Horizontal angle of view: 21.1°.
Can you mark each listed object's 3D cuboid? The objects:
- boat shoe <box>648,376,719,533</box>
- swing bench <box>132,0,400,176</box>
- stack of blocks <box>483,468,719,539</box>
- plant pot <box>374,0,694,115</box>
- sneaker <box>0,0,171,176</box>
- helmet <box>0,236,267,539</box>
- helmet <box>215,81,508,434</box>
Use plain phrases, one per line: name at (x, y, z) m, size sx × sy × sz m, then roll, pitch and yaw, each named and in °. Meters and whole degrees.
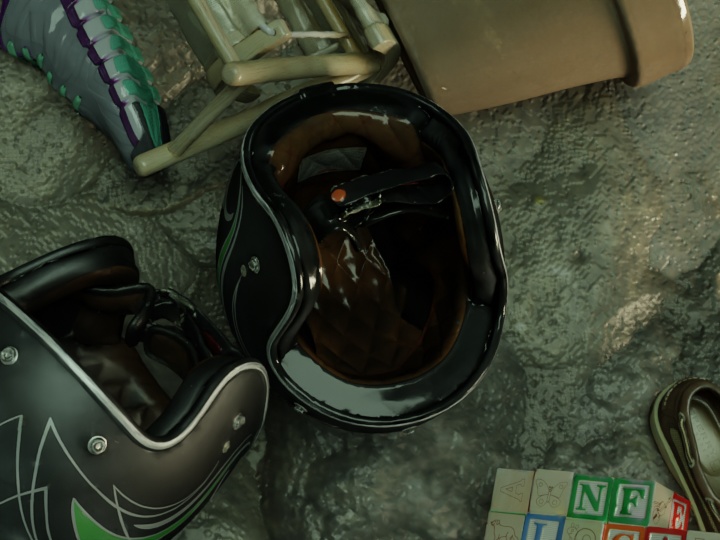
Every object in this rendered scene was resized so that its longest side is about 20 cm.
boat shoe at (0.261, 0.162, 1.286) m, size 0.075 × 0.075 × 0.202 m, roll -33°, pitch 83°, yaw -14°
swing bench at (-0.087, -0.195, 1.257) m, size 0.200 × 0.130 × 0.199 m, roll -23°, pitch 80°, yaw -42°
stack of blocks at (0.174, 0.192, 1.212) m, size 0.200 × 0.059 × 0.115 m, roll 2°, pitch 72°, yaw 36°
plant pot at (0.103, -0.191, 1.300) m, size 0.175 × 0.200 × 0.200 m, roll -26°, pitch 81°, yaw 1°
sneaker at (-0.197, -0.142, 1.305) m, size 0.087 × 0.074 × 0.200 m, roll -26°, pitch 77°, yaw 8°
helmet at (-0.173, 0.089, 1.158) m, size 0.191 × 0.200 × 0.200 m, roll -28°, pitch 81°, yaw -40°
helmet at (0.000, 0.000, 1.227) m, size 0.200 × 0.191 × 0.200 m, roll -1°, pitch 41°, yaw 1°
